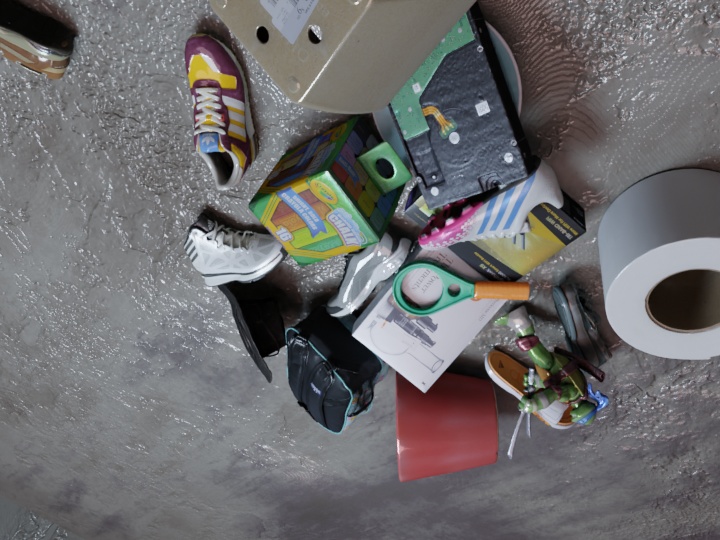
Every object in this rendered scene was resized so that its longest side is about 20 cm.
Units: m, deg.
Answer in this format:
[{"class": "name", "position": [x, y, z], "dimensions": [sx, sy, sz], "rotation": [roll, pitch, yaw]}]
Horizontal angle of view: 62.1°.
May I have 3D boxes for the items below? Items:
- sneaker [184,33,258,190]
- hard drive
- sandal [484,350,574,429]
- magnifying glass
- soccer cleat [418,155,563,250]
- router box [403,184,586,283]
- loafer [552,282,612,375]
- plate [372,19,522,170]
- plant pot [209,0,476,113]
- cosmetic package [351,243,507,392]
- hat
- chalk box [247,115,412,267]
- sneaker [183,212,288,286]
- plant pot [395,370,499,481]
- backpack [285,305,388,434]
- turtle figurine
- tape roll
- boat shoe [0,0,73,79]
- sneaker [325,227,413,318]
[{"class": "sneaker", "position": [-0.191, -0.207, 0.803], "dimensions": [0.073, 0.091, 0.202], "rotation": [0, 132, 17]}, {"class": "hard drive", "position": [0.104, -0.185, 0.689], "dimensions": [0.138, 0.038, 0.203], "rotation": [-16, 103, 39]}, {"class": "sandal", "position": [0.306, 0.199, 1.025], "dimensions": [0.205, 0.080, 0.059], "rotation": [33, 139, -11]}, {"class": "magnifying glass", "position": [0.144, 0.028, 0.866], "dimensions": [0.195, 0.022, 0.081], "rotation": [1, 105, 3]}, {"class": "soccer cleat", "position": [0.163, -0.064, 0.760], "dimensions": [0.199, 0.070, 0.086], "rotation": [-32, 111, 36]}, {"class": "router box", "position": [0.184, -0.082, 0.826], "dimensions": [0.198, 0.053, 0.157], "rotation": [35, 131, -15]}, {"class": "loafer", "position": [0.346, 0.084, 0.929], "dimensions": [0.062, 0.073, 0.201], "rotation": [-22, 131, 9]}, {"class": "plate", "position": [0.100, -0.210, 0.722], "dimensions": [0.197, 0.026, 0.204], "rotation": [16, 123, 26]}, {"class": "plant pot", "position": [-0.027, -0.277, 0.588], "dimensions": [0.201, 0.177, 0.199], "rotation": [49, 130, 0]}, {"class": "cosmetic package", "position": [0.104, 0.064, 0.917], "dimensions": [0.150, 0.052, 0.201], "rotation": [36, 105, -8]}, {"class": "hat", "position": [-0.175, 0.091, 1.054], "dimensions": [0.080, 0.201, 0.203], "rotation": [-27, 131, -16]}, {"class": "chalk box", "position": [-0.027, -0.107, 0.801], "dimensions": [0.198, 0.125, 0.125], "rotation": [-16, 126, 40]}, {"class": "sneaker", "position": [-0.212, -0.042, 0.970], "dimensions": [0.197, 0.076, 0.116], "rotation": [-14, 128, 31]}, {"class": "plant pot", "position": [0.152, 0.273, 1.078], "dimensions": [0.173, 0.203, 0.203], "rotation": [-2, 132, 4]}, {"class": "backpack", "position": [-0.044, 0.176, 1.046], "dimensions": [0.175, 0.152, 0.202], "rotation": [37, 135, 24]}, {"class": "turtle figurine", "position": [0.253, 0.166, 0.919], "dimensions": [0.200, 0.142, 0.197], "rotation": [-41, 70, 44]}, {"class": "tape roll", "position": [0.412, -0.006, 0.764], "dimensions": [0.198, 0.141, 0.205], "rotation": [9, 134, 9]}, {"class": "boat shoe", "position": [-0.488, -0.323, 0.803], "dimensions": [0.198, 0.076, 0.074], "rotation": [30, 137, -9]}, {"class": "sneaker", "position": [0.000, 0.000, 0.954], "dimensions": [0.079, 0.074, 0.200], "rotation": [38, 125, -6]}]
